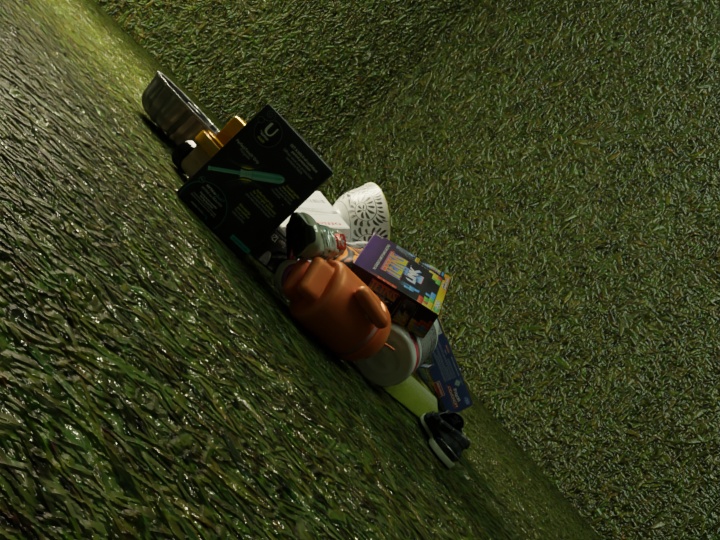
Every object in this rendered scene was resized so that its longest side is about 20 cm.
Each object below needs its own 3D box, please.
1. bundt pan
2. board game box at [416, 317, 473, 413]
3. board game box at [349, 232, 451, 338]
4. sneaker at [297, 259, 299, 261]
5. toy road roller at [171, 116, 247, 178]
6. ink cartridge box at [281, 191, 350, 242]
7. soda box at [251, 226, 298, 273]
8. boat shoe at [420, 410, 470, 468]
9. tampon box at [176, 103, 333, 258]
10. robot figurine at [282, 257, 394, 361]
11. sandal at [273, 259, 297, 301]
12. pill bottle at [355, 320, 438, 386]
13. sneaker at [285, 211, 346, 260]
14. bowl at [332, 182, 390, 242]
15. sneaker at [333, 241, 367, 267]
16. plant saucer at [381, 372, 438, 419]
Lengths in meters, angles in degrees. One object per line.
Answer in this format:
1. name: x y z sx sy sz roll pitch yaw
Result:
1. bundt pan: -0.361 -0.302 1.767 0.202 0.076 0.202 46 4 -4
2. board game box: 0.128 0.181 1.749 0.200 0.062 0.200 68 -16 -2
3. board game box: 0.065 0.020 1.513 0.165 0.057 0.200 32 21 0
4. sneaker: -0.070 0.059 1.550 0.200 0.073 0.085 59 34 -46
5. toy road roller: -0.225 -0.182 1.577 0.123 0.146 0.200 49 4 34
6. ink cartridge box: -0.122 -0.089 1.772 0.145 0.084 0.200 0 27 -22
7. soda box: -0.129 -0.020 1.575 0.200 0.063 0.071 43 5 -46
8. boat shoe: 0.152 0.279 1.527 0.075 0.066 0.199 49 4 -2
9. tampon box: -0.164 -0.143 1.404 0.150 0.200 0.126 47 3 -7
10. robot figurine: -0.030 0.064 1.360 0.200 0.144 0.117 45 22 -30
11. sandal: -0.063 0.045 1.453 0.050 0.083 0.202 16 -6 45
12. pill bottle: 0.071 0.121 1.526 0.111 0.111 0.200 47 23 7
13. sneaker: -0.065 -0.053 1.378 0.200 0.093 0.071 157 -69 -78
14. bowl: -0.021 -0.086 1.842 0.094 0.201 0.201 0 26 -24
15. sneaker: 0.000 0.000 1.664 0.200 0.078 0.112 9 32 -53
16. plant saucer: 0.064 0.189 1.662 0.200 0.048 0.200 43 4 -41
